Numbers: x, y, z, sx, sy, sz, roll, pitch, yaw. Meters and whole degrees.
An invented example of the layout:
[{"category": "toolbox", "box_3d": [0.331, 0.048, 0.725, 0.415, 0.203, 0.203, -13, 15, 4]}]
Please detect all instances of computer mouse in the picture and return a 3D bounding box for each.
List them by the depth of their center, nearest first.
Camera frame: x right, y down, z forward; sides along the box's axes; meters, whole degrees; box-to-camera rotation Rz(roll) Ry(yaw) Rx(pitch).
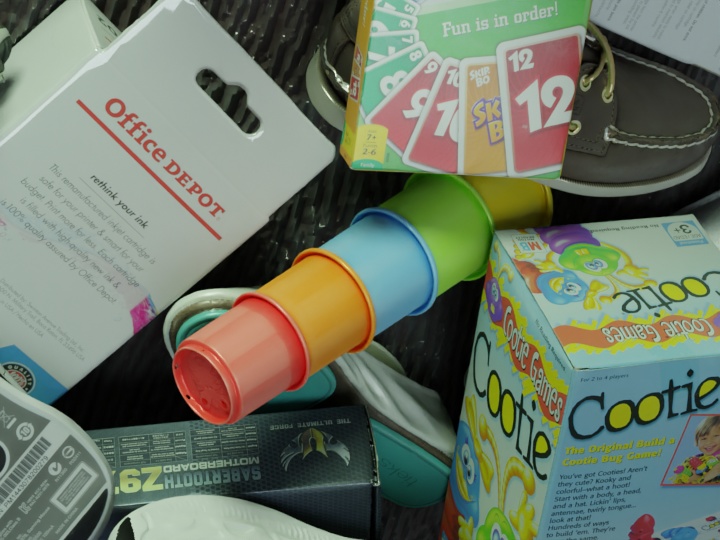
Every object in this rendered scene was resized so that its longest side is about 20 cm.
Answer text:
[{"category": "computer mouse", "box_3d": [-0.187, 0.056, 0.825, 0.110, 0.044, 0.200, -49, 117, -11]}]

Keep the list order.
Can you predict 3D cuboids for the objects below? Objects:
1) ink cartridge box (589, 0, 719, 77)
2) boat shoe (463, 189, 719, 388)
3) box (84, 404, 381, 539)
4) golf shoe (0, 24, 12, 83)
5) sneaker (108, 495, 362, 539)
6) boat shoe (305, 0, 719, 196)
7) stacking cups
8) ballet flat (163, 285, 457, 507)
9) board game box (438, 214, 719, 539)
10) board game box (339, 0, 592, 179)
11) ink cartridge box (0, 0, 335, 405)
[{"category": "ink cartridge box", "box_3d": [0.112, -0.160, 0.886, 0.199, 0.037, 0.095, 20, 111, -24]}, {"category": "boat shoe", "box_3d": [0.136, 0.011, 0.978, 0.200, 0.072, 0.068, -36, 128, 17]}, {"category": "box", "box_3d": [-0.092, 0.136, 0.947, 0.199, 0.051, 0.158, -5, 139, -7]}, {"category": "golf shoe", "box_3d": [-0.243, -0.072, 0.819, 0.199, 0.077, 0.088, -30, 96, 7]}, {"category": "sneaker", "box_3d": [-0.053, 0.181, 0.905, 0.199, 0.081, 0.147, 14, 130, -34]}, {"category": "boat shoe", "box_3d": [0.078, -0.084, 0.892, 0.199, 0.072, 0.060, 10, 143, -17]}, {"category": "stacking cups", "box_3d": [0.000, 0.000, 0.874, 0.200, 0.060, 0.061, -30, 130, -37]}, {"category": "ballet flat", "box_3d": [-0.023, 0.047, 0.946, 0.069, 0.070, 0.200, -44, 130, 11]}, {"category": "board game box", "box_3d": [0.109, 0.088, 0.915, 0.104, 0.103, 0.201, -5, 127, -17]}, {"category": "board game box", "box_3d": [0.052, -0.136, 0.813, 0.095, 0.030, 0.201, 2, 110, -16]}, {"category": "ink cartridge box", "box_3d": [-0.123, -0.035, 0.866, 0.200, 0.068, 0.115, -39, 123, 8]}]
